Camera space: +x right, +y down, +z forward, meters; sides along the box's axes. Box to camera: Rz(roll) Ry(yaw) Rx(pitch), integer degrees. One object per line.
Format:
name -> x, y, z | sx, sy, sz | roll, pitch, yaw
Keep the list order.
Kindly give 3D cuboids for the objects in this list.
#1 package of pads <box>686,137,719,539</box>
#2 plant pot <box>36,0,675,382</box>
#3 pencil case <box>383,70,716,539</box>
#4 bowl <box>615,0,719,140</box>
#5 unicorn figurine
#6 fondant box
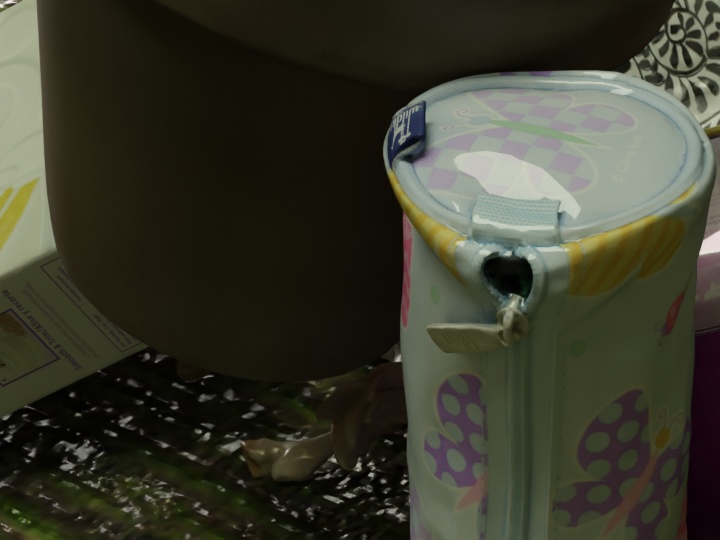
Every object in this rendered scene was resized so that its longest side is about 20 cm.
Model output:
package of pads -> 0.156, 0.008, 0.863 | 0.199, 0.121, 0.076 | -18, 30, -2
plant pot -> -0.018, -0.070, 0.861 | 0.199, 0.174, 0.200 | 13, 36, -10
pencil case -> 0.050, 0.046, 0.777 | 0.083, 0.201, 0.091 | -2, 36, 1
bowl -> 0.127, -0.044, 0.976 | 0.200, 0.095, 0.201 | -16, 23, 7
unicorn figurine -> 0.000, 0.000, 1.017 | 0.137, 0.074, 0.200 | -24, 47, -12
fondant box -> -0.134, -0.017, 1.033 | 0.199, 0.058, 0.145 | -26, 39, 22
